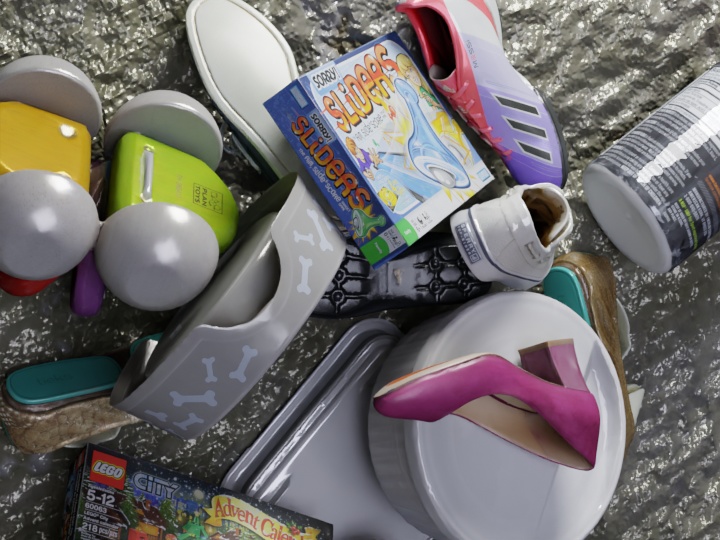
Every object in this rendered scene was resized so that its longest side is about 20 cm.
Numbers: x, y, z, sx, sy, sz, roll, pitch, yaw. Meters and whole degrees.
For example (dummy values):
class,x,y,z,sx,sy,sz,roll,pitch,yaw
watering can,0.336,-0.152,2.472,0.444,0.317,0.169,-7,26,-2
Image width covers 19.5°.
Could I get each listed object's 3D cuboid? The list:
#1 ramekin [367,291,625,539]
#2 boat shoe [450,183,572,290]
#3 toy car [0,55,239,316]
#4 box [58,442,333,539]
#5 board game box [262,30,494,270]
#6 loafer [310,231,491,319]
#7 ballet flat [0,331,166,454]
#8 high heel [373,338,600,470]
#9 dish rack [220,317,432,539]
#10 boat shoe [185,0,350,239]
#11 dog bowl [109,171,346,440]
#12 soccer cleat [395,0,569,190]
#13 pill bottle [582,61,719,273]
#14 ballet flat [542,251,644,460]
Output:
class,x,y,z,sx,sy,sz,roll,pitch,yaw
ramekin,0.095,0.118,1.566,0.201,0.094,0.204,2,86,-34
boat shoe,0.125,-0.032,1.552,0.069,0.200,0.071,-26,81,16
toy car,-0.187,-0.036,1.429,0.198,0.176,0.151,14,130,-17
box,-0.117,0.215,1.480,0.199,0.038,0.137,21,47,-20
board game box,0.017,-0.089,1.478,0.034,0.200,0.136,-34,92,25
loafer,0.000,0.000,1.561,0.199,0.070,0.069,0,96,-20
ballet flat,-0.165,0.089,1.512,0.198,0.071,0.066,-9,130,-21
high heel,0.095,0.106,1.465,0.199,0.067,0.097,-9,82,-38
dish rack,0.007,0.157,1.606,0.172,0.043,0.200,45,78,-24
boat shoe,-0.061,-0.108,1.502,0.075,0.062,0.200,-38,85,-20
dog bowl,-0.085,0.029,1.418,0.059,0.200,0.201,39,82,-9
soccer cleat,0.090,-0.135,1.573,0.073,0.068,0.201,-39,110,-36
pill bottle,0.279,-0.096,1.655,0.199,0.106,0.107,-37,112,-15
ballet flat,0.191,0.080,1.676,0.072,0.068,0.202,-19,103,-41
